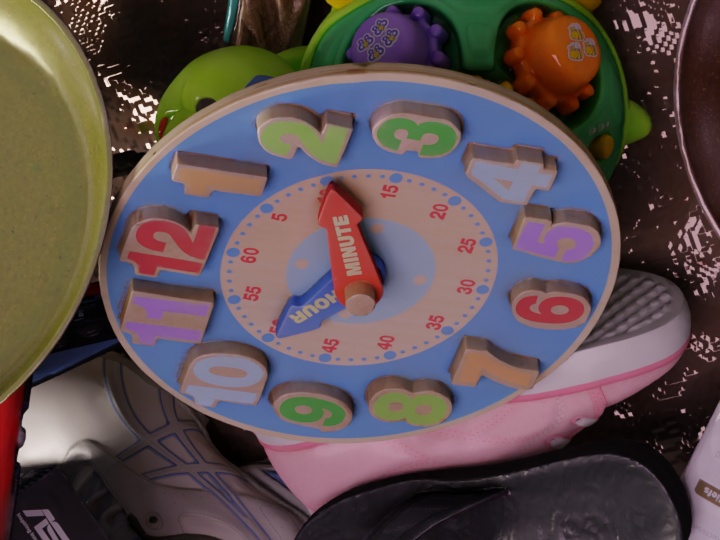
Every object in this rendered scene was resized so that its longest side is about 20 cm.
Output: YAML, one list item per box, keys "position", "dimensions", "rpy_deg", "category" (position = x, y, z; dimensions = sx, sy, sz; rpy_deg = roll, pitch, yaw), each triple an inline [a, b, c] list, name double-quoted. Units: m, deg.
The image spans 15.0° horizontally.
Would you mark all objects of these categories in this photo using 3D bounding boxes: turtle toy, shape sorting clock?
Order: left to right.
- position: [0.000, 0.000, 1.036]
  dimensions: [0.199, 0.039, 0.201]
  rpy_deg: [0, 135, 0]
  category: "shape sorting clock"
- position: [0.018, -0.057, 1.079]
  dimensions: [0.199, 0.101, 0.147]
  rpy_deg: [0, 113, -5]
  category: "turtle toy"

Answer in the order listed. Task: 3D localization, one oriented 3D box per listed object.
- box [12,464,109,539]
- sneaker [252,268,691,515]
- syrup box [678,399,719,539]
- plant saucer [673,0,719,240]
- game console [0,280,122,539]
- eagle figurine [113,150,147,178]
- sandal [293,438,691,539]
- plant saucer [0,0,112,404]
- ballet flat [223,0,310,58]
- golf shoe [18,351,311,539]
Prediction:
- position: [-0.126, 0.165, 1.215]
  dimensions: [0.161, 0.044, 0.200]
  rpy_deg: [57, 162, -5]
  category: "box"
- position: [0.058, 0.069, 1.159]
  dimensions: [0.199, 0.075, 0.105]
  rpy_deg: [-16, 115, 21]
  category: "sneaker"
- position: [0.163, 0.112, 1.125]
  dimensions: [0.081, 0.079, 0.201]
  rpy_deg: [29, 118, 10]
  category: "syrup box"
- position: [0.221, -0.068, 1.052]
  dimensions: [0.199, 0.034, 0.202]
  rpy_deg: [6, 108, 18]
  category: "plant saucer"
- position: [-0.161, 0.090, 1.121]
  dimensions: [0.199, 0.172, 0.119]
  rpy_deg: [-24, 82, 42]
  category: "game console"
- position: [-0.190, -0.048, 1.146]
  dimensions: [0.200, 0.151, 0.152]
  rpy_deg: [47, 116, 25]
  category: "eagle figurine"
- position: [0.039, 0.117, 1.113]
  dimensions: [0.200, 0.048, 0.076]
  rpy_deg: [-23, 101, 33]
  category: "sandal"
- position: [-0.180, -0.021, 1.038]
  dimensions: [0.199, 0.031, 0.201]
  rpy_deg: [-5, 73, 17]
  category: "plant saucer"
- position: [-0.033, -0.085, 1.146]
  dimensions: [0.072, 0.068, 0.201]
  rpy_deg: [15, 113, -5]
  category: "ballet flat"
- position: [-0.099, 0.101, 1.218]
  dimensions: [0.199, 0.097, 0.079]
  rpy_deg: [27, 119, 12]
  category: "golf shoe"
